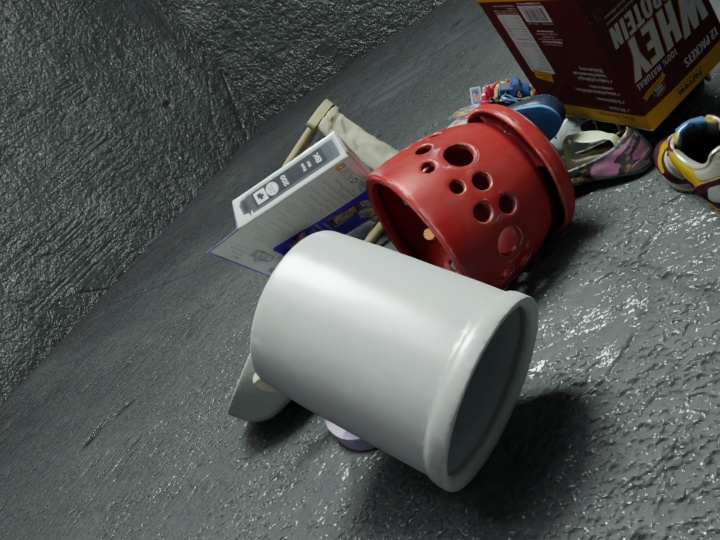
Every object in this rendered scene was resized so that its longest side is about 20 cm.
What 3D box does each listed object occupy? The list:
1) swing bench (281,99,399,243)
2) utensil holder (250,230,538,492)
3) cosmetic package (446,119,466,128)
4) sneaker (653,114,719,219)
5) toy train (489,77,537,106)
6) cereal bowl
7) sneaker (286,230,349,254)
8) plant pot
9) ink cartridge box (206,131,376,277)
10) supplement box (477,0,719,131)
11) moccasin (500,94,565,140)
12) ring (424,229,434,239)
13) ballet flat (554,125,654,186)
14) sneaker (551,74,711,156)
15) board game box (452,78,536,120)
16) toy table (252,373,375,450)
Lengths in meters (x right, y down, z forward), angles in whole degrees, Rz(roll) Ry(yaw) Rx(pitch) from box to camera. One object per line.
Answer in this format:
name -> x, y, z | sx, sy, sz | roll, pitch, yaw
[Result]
swing bench -> -0.017, -0.158, 1.210 | 0.200, 0.199, 0.130 | -48, 10, 46
utensil holder -> 0.028, 0.069, 0.643 | 0.199, 0.170, 0.170 | 22, 56, 26
cosmetic package -> 0.189, -0.215, 1.257 | 0.151, 0.052, 0.200 | -40, 20, -6
sneaker -> 0.337, -0.120, 0.728 | 0.075, 0.090, 0.200 | -36, 21, 12
toy train -> 0.287, -0.262, 1.066 | 0.199, 0.046, 0.034 | -4, 42, 11
cereal bowl -> -0.104, 0.113, 0.984 | 0.200, 0.083, 0.201 | -158, 90, -87
sneaker -> 0.000, 0.000, 0.938 | 0.070, 0.199, 0.082 | -115, 38, -51
plant pot -> 0.133, -0.080, 0.856 | 0.182, 0.201, 0.200 | -37, 19, -7
ink cartridge box -> -0.072, -0.070, 0.912 | 0.200, 0.044, 0.198 | -33, -19, 9
supplement box -> 0.271, -0.290, 0.847 | 0.133, 0.200, 0.197 | -45, 28, -3
moccasin -> 0.184, -0.185, 0.951 | 0.200, 0.080, 0.068 | -18, 34, 56
ring -> 0.133, -0.123, 1.111 | 0.201, 0.019, 0.201 | -50, 22, 29
ballet flat -> 0.264, -0.135, 0.919 | 0.200, 0.071, 0.069 | -17, 28, 48
sneaker -> 0.334, -0.197, 0.916 | 0.200, 0.078, 0.140 | -36, 20, 14
board game box -> 0.242, -0.279, 1.162 | 0.199, 0.039, 0.158 | -9, 20, 10
toy table -> -0.019, 0.107, 0.849 | 0.184, 0.117, 0.200 | -42, 21, -6
